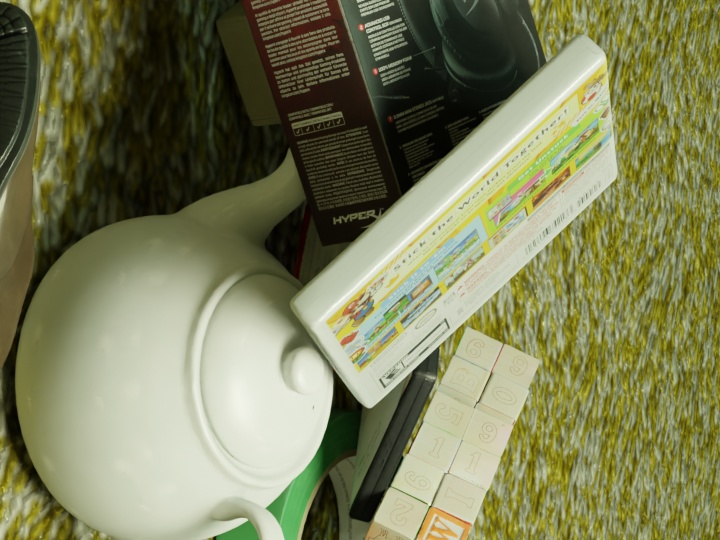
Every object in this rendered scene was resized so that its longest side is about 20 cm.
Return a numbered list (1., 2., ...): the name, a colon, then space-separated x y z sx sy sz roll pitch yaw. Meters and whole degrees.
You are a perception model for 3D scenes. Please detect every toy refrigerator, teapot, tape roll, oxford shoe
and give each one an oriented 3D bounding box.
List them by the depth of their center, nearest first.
1. oxford shoe: -0.196 -0.034 0.977 0.084 0.072 0.201 44 56 -75
2. teapot: -0.083 0.063 1.074 0.197 0.146 0.200 -45 123 -44
3. toy refrigerator: -0.013 -0.174 1.286 0.200 0.070 0.076 -50 128 -49
4. tape roll: -0.028 0.193 1.322 0.200 0.048 0.201 -14 105 -60

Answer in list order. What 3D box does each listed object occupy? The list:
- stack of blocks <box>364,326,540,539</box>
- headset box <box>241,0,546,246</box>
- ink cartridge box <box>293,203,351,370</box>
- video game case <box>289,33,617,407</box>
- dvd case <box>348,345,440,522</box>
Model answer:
1. stack of blocks: 0.057 0.134 1.311 0.115 0.058 0.200 110 7 -49
2. headset box: 0.020 -0.133 1.064 0.149 0.077 0.201 -28 102 -43
3. ink cartridge box: 0.000 0.000 1.223 0.200 0.067 0.117 139 -38 -76
4. video game case: 0.056 -0.020 1.035 0.200 0.023 0.182 -43 162 -5
5. dvd case: 0.028 0.045 1.274 0.200 0.017 0.143 -82 -170 -48
